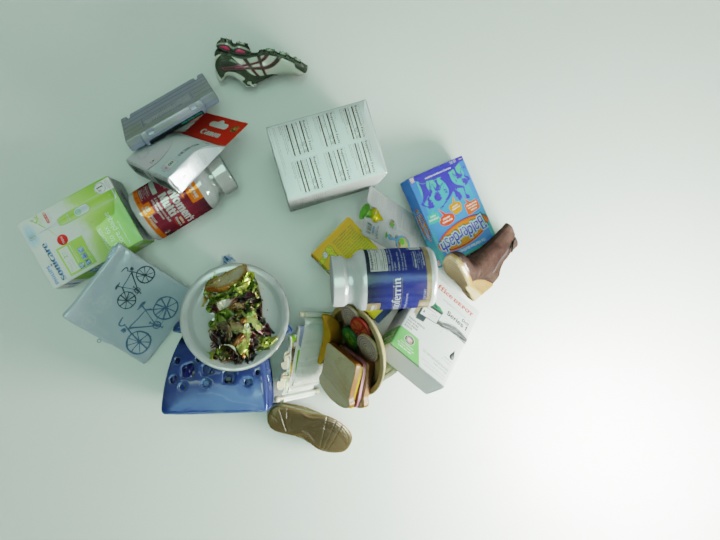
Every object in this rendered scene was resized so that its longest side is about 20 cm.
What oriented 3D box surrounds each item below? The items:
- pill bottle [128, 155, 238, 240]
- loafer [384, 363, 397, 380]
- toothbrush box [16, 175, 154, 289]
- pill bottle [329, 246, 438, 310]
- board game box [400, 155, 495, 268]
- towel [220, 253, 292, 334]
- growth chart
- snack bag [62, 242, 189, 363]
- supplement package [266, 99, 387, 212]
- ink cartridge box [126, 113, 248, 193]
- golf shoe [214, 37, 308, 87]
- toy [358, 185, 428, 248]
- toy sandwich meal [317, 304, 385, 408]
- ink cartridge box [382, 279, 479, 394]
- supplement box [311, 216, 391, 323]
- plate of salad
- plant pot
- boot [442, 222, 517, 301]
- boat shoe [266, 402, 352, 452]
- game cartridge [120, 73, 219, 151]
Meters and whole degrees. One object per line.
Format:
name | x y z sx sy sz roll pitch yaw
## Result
pill bottle | -0.358 -0.158 1.084 0.198 0.110 0.110 -32 93 -5
loafer | 0.028 0.205 1.141 0.200 0.076 0.068 -43 100 -4
toothbrush box | -0.551 -0.075 1.076 0.198 0.086 0.147 -29 93 -4
pill bottle | 0.041 0.017 1.014 0.196 0.116 0.118 -3 90 -6
board game box | 0.194 -0.128 1.158 0.151 0.045 0.202 -26 93 -21
towel | -0.217 0.057 1.080 0.024 0.147 0.201 -40 94 -19
growth chart | -0.111 0.178 1.113 0.144 0.018 0.203 15 90 -50
snack bag | -0.465 0.071 1.077 0.199 0.021 0.190 39 87 -32
supplement package | -0.071 -0.224 1.073 0.197 0.191 0.149 -17 92 -6
ink cartridge box | -0.343 -0.252 1.047 0.161 0.057 0.201 23 70 36
golf shoe | -0.211 -0.431 1.129 0.197 0.077 0.089 10 109 -4
toy | 0.074 -0.079 1.129 0.199 0.047 0.117 30 58 -34
toy sandwich meal | -0.028 0.169 1.057 0.070 0.204 0.209 -13 91 -37
ink cartridge box | 0.142 0.127 1.108 0.145 0.084 0.201 38 58 -6
supplement box | 0.000 0.000 1.122 0.109 0.109 0.200 -44 94 -5
plate of salad | -0.229 0.079 0.965 0.196 0.048 0.203 2 72 -7
plant pot | -0.272 0.182 1.054 0.196 0.200 0.183 1 83 -6
boot | 0.258 -0.038 1.123 0.072 0.200 0.167 34 84 35
boat shoe | -0.109 0.326 1.131 0.198 0.066 0.075 30 86 -20
game cartridge | -0.388 -0.322 1.079 0.198 0.130 0.039 -32 138 -5
